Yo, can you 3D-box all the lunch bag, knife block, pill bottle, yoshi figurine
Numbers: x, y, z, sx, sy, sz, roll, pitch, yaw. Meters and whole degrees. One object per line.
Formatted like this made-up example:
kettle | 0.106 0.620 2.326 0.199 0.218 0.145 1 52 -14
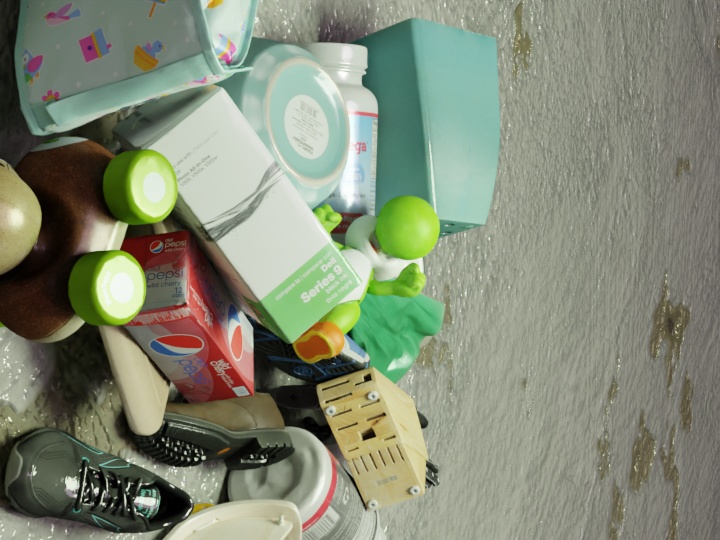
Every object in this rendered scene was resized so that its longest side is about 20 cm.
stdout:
lunch bag | -0.172 -0.191 1.226 0.201 0.169 0.122 -91 160 -44
knife block | 0.023 0.156 1.654 0.176 0.063 0.201 -86 154 -64
pill bottle | -0.037 -0.124 1.601 0.108 0.108 0.202 -4 96 -61
yoshi figurine | 0.003 -0.010 1.478 0.200 0.111 0.113 -44 135 -37
pill bottle | -0.045 0.250 1.622 0.200 0.110 0.112 54 47 -50

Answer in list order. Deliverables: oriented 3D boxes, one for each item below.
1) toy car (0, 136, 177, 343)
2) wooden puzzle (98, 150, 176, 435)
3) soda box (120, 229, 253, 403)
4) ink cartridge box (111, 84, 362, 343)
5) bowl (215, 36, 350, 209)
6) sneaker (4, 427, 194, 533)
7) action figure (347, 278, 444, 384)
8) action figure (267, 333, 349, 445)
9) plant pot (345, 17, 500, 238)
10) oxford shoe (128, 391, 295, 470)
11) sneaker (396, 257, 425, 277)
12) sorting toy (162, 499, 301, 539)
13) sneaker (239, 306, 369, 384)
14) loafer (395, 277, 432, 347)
toy car | -0.265 -0.053 1.152 0.200 0.163 0.159 36 61 -43
wooden puzzle | -0.192 0.014 1.359 0.201 0.037 0.187 -79 159 -61
soda box | -0.143 0.042 1.329 0.200 0.063 0.071 65 20 -62
ink cartridge box | -0.103 -0.053 1.298 0.084 0.146 0.201 -39 110 -9
bowl | -0.084 -0.127 1.442 0.200 0.104 0.203 13 73 -48
sneaker | -0.216 0.178 1.333 0.200 0.079 0.076 28 69 -58
action figure | 0.003 0.035 1.613 0.119 0.054 0.200 -59 140 -12
action figure | -0.034 0.116 1.682 0.200 0.069 0.132 23 65 -64
plant pot | 0.059 -0.138 1.674 0.141 0.141 0.202 5 76 -47
oxford shoe | -0.147 0.136 1.485 0.199 0.072 0.085 16 51 -55
sneaker | 0.005 -0.043 1.745 0.115 0.075 0.203 -10 94 -52
sorting toy | -0.141 0.334 1.480 0.200 0.106 0.182 -44 138 -52
sneaker | -0.068 0.049 1.543 0.199 0.075 0.078 30 48 -31
loafer | 0.007 0.024 1.704 0.199 0.063 0.072 29 98 -46
